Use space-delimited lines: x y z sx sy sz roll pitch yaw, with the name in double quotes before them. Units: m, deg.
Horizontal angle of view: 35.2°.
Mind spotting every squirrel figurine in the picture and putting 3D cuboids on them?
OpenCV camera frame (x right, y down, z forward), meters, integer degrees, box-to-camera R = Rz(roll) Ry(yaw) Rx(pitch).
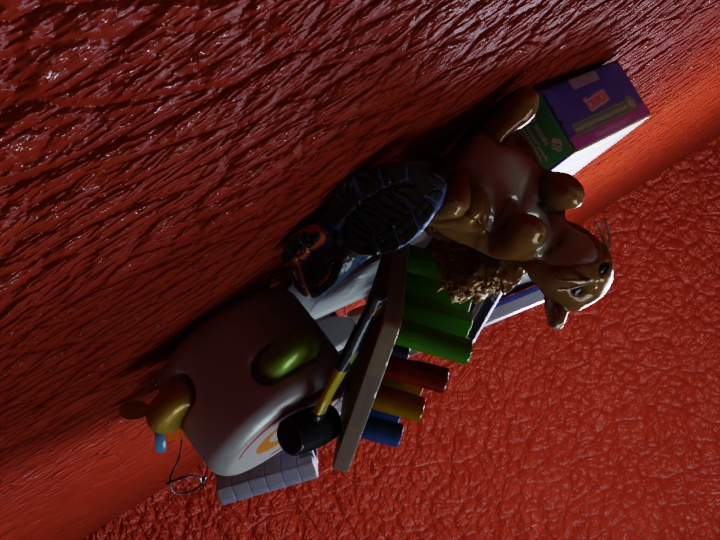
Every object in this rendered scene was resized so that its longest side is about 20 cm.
"squirrel figurine" 0.143 -0.037 1.060 0.142 0.186 0.200 -56 -166 -23

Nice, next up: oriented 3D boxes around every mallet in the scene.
"mallet" -0.015 0.099 1.112 0.065 0.041 0.201 -8 135 -54

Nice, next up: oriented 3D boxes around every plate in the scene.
"plate" 0.000 0.000 1.321 0.198 0.033 0.200 -24 167 -29

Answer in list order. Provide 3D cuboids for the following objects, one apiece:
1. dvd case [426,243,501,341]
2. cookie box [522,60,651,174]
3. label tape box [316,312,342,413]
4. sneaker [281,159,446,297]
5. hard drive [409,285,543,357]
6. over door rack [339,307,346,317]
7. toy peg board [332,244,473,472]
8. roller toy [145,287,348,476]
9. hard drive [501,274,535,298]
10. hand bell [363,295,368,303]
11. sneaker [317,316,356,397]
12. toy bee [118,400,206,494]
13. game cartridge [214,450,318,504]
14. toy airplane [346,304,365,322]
"dvd case" 0.118 -0.004 1.334 0.149 0.025 0.201 3 -129 48
"cookie box" 0.181 -0.121 1.193 0.170 0.076 0.200 -26 170 -46
"label tape box" -0.088 0.156 1.600 0.199 0.145 0.063 -27 172 -37
"sneaker" 0.007 -0.048 1.007 0.199 0.076 0.078 -29 -174 46
"hard drive" 0.161 0.063 1.517 0.198 0.026 0.132 -19 175 -31
"over door rack" -0.090 0.094 1.493 0.198 0.067 0.148 -31 174 -10
"toy peg board" 0.050 0.082 1.189 0.201 0.096 0.201 -80 -173 -56
"roller toy" -0.119 0.115 1.215 0.200 0.140 0.182 -41 164 8
"hard drive" 0.185 0.014 1.487 0.197 0.027 0.132 -21 168 -5
"hand bell" 0.017 0.137 1.438 0.203 0.103 0.104 -69 163 11
"sneaker" -0.079 0.140 1.382 0.199 0.070 0.100 -27 130 -36
"toy bee" -0.229 0.172 1.377 0.129 0.110 0.201 8 137 -28
"game cartridge" -0.117 0.208 1.426 0.128 0.039 0.201 -20 -153 7
"toy airplane" 0.105 0.038 1.655 0.198 0.143 0.198 -21 174 40
